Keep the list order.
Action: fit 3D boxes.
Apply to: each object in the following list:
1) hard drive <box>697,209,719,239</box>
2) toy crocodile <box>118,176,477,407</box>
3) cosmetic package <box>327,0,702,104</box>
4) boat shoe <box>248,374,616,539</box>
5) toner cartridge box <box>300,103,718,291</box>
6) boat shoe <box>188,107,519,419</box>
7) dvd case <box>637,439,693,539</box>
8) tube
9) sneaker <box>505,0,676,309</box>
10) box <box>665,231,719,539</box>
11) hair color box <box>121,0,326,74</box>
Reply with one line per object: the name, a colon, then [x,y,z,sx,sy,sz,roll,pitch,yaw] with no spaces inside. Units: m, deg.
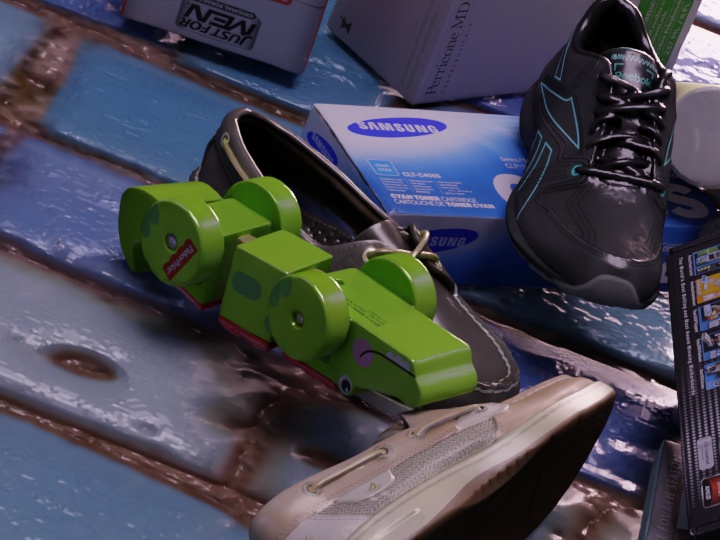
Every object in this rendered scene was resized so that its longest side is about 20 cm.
hard drive: [0.281,-0.031,1.416,0.200,0.033,0.140,7,35,44]
toy crocodile: [-0.033,0.010,1.277,0.200,0.062,0.068,30,30,32]
cosmetic package: [0.093,-0.162,1.608,0.200,0.108,0.085,-11,44,-40]
boat shoe: [0.034,0.083,1.220,0.065,0.072,0.200,36,39,22]
toner cartridge box: [0.074,-0.035,1.455,0.200,0.043,0.095,1,35,-30]
boat shoe: [-0.002,0.001,1.335,0.202,0.060,0.072,39,35,28]
dvd case: [0.213,0.150,1.265,0.200,0.022,0.146,20,30,2]
tube: [0.185,-0.073,1.525,0.052,0.058,0.200,-8,2,10]
sneaker: [0.112,-0.058,1.398,0.075,0.079,0.200,14,33,-13]
box: [0.217,0.039,1.274,0.160,0.044,0.200,-19,34,17]
hair color box: [-0.044,-0.210,1.494,0.101,0.200,0.061,18,30,-4]
